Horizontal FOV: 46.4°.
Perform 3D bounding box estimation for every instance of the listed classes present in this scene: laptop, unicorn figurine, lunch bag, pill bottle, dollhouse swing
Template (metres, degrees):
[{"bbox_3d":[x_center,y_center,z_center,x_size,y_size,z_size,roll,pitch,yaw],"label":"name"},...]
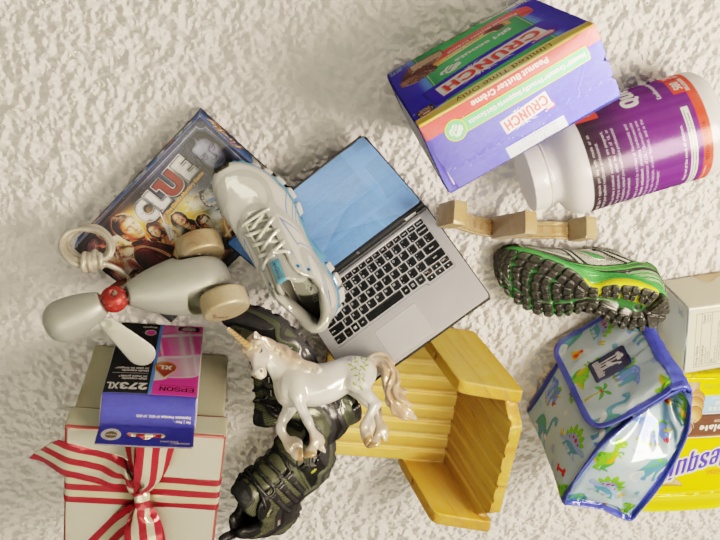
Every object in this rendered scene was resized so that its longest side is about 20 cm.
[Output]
[{"bbox_3d":[0.000,0.000,0.901,0.187,0.116,0.200,-37,77,11],"label":"laptop"},{"bbox_3d":[-0.048,0.127,0.889,0.200,0.137,0.074,-3,163,-29],"label":"unicorn figurine"},{"bbox_3d":[0.295,0.157,0.981,0.127,0.170,0.200,18,118,-16],"label":"lunch bag"},{"bbox_3d":[0.267,-0.128,0.878,0.200,0.112,0.113,-17,117,1],"label":"pill bottle"},{"bbox_3d":[0.059,0.185,0.984,0.176,0.182,0.200,-1,117,-20],"label":"dollhouse swing"}]

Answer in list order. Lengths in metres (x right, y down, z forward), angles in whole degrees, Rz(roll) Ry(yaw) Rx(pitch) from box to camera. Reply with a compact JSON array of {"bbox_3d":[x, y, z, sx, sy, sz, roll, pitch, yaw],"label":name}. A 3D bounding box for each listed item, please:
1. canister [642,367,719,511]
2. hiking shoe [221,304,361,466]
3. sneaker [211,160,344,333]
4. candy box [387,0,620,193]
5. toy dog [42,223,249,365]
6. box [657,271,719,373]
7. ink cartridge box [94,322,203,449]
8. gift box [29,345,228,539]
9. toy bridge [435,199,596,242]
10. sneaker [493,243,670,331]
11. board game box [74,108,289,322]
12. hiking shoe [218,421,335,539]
[{"bbox_3d":[0.409,0.200,1.071,0.148,0.087,0.200,-1,114,-6],"label":"canister"},{"bbox_3d":[-0.093,0.123,0.938,0.200,0.076,0.101,44,67,0],"label":"hiking shoe"},{"bbox_3d":[-0.081,-0.022,0.844,0.075,0.087,0.200,-33,104,12],"label":"sneaker"},{"bbox_3d":[0.123,-0.173,0.788,0.169,0.200,0.077,-29,116,7],"label":"candy box"},{"bbox_3d":[-0.213,0.029,0.869,0.200,0.132,0.096,1,154,-3],"label":"toy dog"},{"bbox_3d":[0.469,0.053,1.009,0.200,0.078,0.095,-7,116,-4],"label":"box"},{"bbox_3d":[-0.218,0.116,0.887,0.095,0.200,0.037,5,115,-10],"label":"ink cartridge box"},{"bbox_3d":[-0.249,0.208,0.936,0.200,0.187,0.185,1,115,-8],"label":"gift box"},{"bbox_3d":[0.168,-0.050,0.926,0.200,0.067,0.027,4,83,-28],"label":"toy bridge"},{"bbox_3d":[0.250,0.009,0.969,0.200,0.085,0.078,15,128,2],"label":"sneaker"},{"bbox_3d":[-0.188,-0.055,0.900,0.200,0.035,0.135,-43,113,14],"label":"board game box"},{"bbox_3d":[-0.100,0.253,1.009,0.101,0.076,0.200,-8,127,-52],"label":"hiking shoe"}]
